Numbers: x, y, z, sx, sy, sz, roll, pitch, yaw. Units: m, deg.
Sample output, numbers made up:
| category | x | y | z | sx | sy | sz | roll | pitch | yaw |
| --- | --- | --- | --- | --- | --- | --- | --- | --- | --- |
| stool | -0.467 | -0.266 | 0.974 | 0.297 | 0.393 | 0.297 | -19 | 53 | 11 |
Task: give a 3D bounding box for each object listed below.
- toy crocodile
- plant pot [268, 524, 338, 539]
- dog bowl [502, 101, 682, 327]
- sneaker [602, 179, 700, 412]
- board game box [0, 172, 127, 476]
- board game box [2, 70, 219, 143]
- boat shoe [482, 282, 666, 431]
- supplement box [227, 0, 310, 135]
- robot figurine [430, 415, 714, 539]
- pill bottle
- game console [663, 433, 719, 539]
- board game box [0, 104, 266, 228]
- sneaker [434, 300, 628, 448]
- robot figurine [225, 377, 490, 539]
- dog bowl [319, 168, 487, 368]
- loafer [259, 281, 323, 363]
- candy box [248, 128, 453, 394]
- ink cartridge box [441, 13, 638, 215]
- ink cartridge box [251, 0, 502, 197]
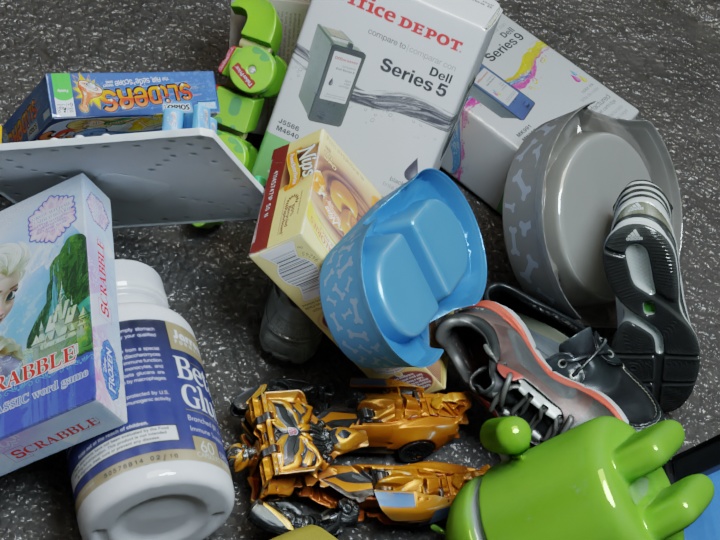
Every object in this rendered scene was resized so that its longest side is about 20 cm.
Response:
| category | x | y | z | sx | sy | sz | roll | pitch | yaw |
| --- | --- | --- | --- | --- | --- | --- | --- | --- | --- |
| toy crocodile | -0.108 | -0.132 | 1.175 | 0.061 | 0.202 | 0.067 | 19 | 7 | 8 |
| plant pot | -0.039 | 0.279 | 0.842 | 0.199 | 0.201 | 0.176 | 33 | 38 | 12 |
| dog bowl | 0.199 | -0.045 | 1.199 | 0.199 | 0.058 | 0.203 | 1 | 89 | -43 |
| sneaker | 0.246 | 0.014 | 1.150 | 0.075 | 0.202 | 0.116 | 0 | 37 | 18 |
| board game box | -0.265 | 0.052 | 0.983 | 0.198 | 0.041 | 0.201 | -23 | 51 | 13 |
| board game box | -0.212 | -0.107 | 1.095 | 0.134 | 0.200 | 0.035 | -6 | 80 | -30 |
| boat shoe | 0.167 | 0.070 | 1.118 | 0.074 | 0.067 | 0.199 | -23 | 42 | -26 |
| supplement box | -0.016 | -0.180 | 1.232 | 0.198 | 0.127 | 0.074 | 11 | 24 | 11 |
| robot figurine | 0.145 | 0.178 | 0.973 | 0.177 | 0.199 | 0.115 | 62 | 28 | 4 |
| pill bottle | -0.164 | 0.094 | 1.003 | 0.110 | 0.112 | 0.201 | -5 | 53 | -20 |
| game console | 0.232 | 0.204 | 1.028 | 0.174 | 0.117 | 0.201 | 8 | 48 | -10 |
| board game box | -0.178 | -0.074 | 1.051 | 0.198 | 0.200 | 0.026 | -4 | 75 | 11 |
| sneaker | 0.126 | 0.104 | 1.059 | 0.200 | 0.077 | 0.082 | 44 | 26 | 29 |
| robot figurine | -0.004 | 0.135 | 1.044 | 0.198 | 0.058 | 0.146 | 4 | 49 | -23 |
| dog bowl | 0.032 | 0.001 | 1.042 | 0.112 | 0.049 | 0.200 | 63 | 32 | -14 |
| loafer | -0.034 | -0.011 | 1.157 | 0.069 | 0.070 | 0.201 | 16 | 45 | -3 |
| candy box | 0.000 | 0.000 | 1.093 | 0.200 | 0.055 | 0.116 | 48 | 37 | -34 |
| ink cartridge box | 0.138 | -0.148 | 1.318 | 0.200 | 0.088 | 0.145 | 39 | 51 | 18 |
| ink cartridge box | 0.012 | -0.148 | 1.149 | 0.144 | 0.201 | 0.084 | 24 | 27 | 5 |
